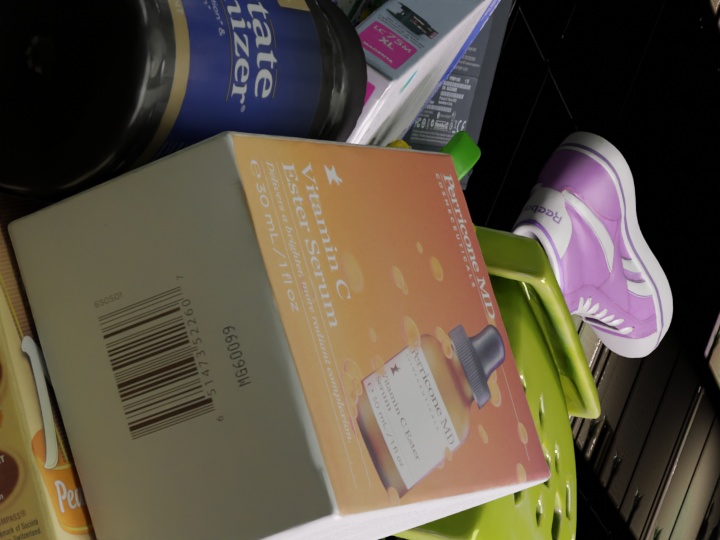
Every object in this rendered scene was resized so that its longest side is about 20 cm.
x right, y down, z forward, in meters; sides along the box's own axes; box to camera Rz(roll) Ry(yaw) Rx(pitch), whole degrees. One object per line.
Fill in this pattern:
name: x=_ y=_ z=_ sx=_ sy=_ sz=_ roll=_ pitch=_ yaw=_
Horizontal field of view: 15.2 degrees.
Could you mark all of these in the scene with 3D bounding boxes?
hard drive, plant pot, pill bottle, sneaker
hard drive: x=0.047 y=-0.147 z=1.514 sx=0.140 sy=0.033 sz=0.200 roll=2 pitch=103 yaw=-66
plant pot: x=0.016 y=0.078 z=1.395 sx=0.200 sy=0.199 sz=0.182 roll=63 pitch=42 yaw=-58
pill bottle: x=-0.080 y=-0.084 z=1.114 sx=0.200 sy=0.112 sz=0.112 roll=-2 pitch=107 yaw=-63
sneaker: x=0.142 y=0.013 z=1.800 sx=0.114 sy=0.073 sz=0.201 roll=-56 pitch=141 yaw=-28

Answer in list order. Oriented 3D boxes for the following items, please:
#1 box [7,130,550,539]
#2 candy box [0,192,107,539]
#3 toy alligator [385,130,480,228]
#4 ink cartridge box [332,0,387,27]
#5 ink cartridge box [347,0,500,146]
box: x=-0.027 y=0.035 z=1.084 sx=0.200 sy=0.106 sz=0.152 roll=-2 pitch=72 yaw=-63
candy box: x=-0.122 y=0.073 z=1.060 sx=0.115 sy=0.055 sz=0.200 roll=11 pitch=62 yaw=-66
toy alligator: x=0.000 y=0.000 z=1.291 sx=0.059 sy=0.054 sz=0.200 roll=48 pitch=46 yaw=-14
ink cartridge box: x=-0.048 y=-0.125 z=1.291 sx=0.200 sy=0.050 sz=0.109 roll=-52 pitch=150 yaw=-42
ink cartridge box: x=0.007 y=-0.088 z=1.347 sx=0.119 sy=0.042 sz=0.200 roll=-56 pitch=173 yaw=29
